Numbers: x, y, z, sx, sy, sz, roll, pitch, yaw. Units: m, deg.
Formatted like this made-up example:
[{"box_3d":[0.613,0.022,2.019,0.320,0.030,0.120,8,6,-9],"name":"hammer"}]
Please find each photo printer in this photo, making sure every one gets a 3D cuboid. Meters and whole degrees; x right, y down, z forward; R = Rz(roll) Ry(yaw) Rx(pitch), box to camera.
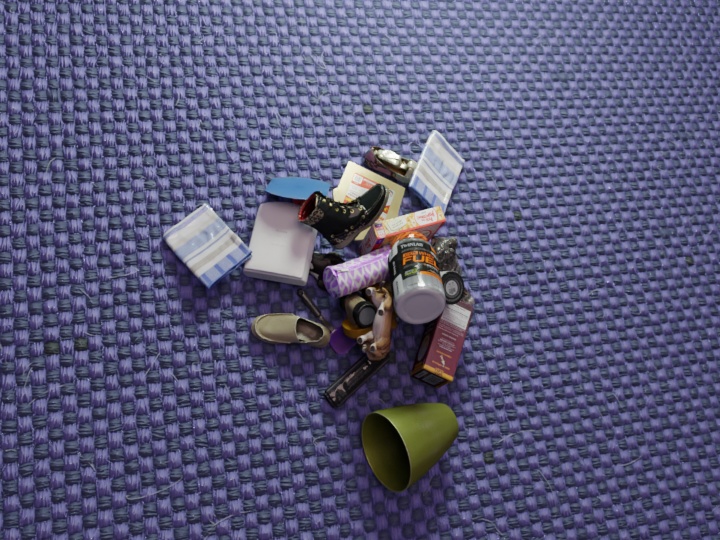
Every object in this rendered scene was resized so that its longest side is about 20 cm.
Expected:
[{"box_3d":[-0.194,-0.074,1.686,0.162,0.070,0.205,10,70,5],"name":"photo printer"}]

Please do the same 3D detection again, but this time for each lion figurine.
[{"box_3d":[0.047,0.117,1.551,0.071,0.122,0.205,23,103,24],"name":"lion figurine"}]

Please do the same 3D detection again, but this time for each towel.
[{"box_3d":[-0.373,-0.063,1.640,0.146,0.024,0.200,-38,67,-20],"name":"towel"},{"box_3d":[0.213,-0.267,1.857,0.146,0.024,0.203,40,62,-30],"name":"towel"}]

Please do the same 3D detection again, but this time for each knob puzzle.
[{"box_3d":[0.012,-0.167,1.807,0.214,0.030,0.226,5,72,-15],"name":"knob puzzle"}]

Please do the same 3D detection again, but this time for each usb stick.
[{"box_3d":[-0.006,0.258,1.668,0.199,0.033,0.056,-40,93,-23],"name":"usb stick"}]

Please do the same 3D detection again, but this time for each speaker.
[{"box_3d":[0.175,0.045,1.691,0.079,0.199,0.084,1,88,-26],"name":"speaker"}]

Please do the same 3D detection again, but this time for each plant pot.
[{"box_3d":[0.132,0.394,1.602,0.197,0.187,0.191,-16,77,-34],"name":"plant pot"}]

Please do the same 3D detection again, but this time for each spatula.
[{"box_3d":[-0.093,0.124,1.691,0.056,0.021,0.201,-40,85,-14],"name":"spatula"}]

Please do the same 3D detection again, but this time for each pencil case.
[{"box_3d":[0.000,0.000,1.658,0.197,0.087,0.084,-21,52,-30],"name":"pencil case"}]

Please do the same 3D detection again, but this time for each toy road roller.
[{"box_3d":[0.048,0.118,1.669,0.196,0.123,0.150,-17,111,-19],"name":"toy road roller"}]

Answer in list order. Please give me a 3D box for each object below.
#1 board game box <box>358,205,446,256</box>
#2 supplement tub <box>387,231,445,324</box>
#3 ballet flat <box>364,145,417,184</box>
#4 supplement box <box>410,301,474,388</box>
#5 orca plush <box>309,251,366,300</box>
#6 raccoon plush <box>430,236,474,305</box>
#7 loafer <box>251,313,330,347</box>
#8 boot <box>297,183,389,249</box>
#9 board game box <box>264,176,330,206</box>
[{"box_3d":[0.105,-0.095,1.745,0.196,0.152,0.047,-17,75,-19],"name":"board game box"},{"box_3d":[0.127,0.012,1.571,0.119,0.124,0.203,6,44,-13],"name":"supplement tub"},{"box_3d":[0.107,-0.288,1.849,0.196,0.071,0.071,20,68,-9],"name":"ballet flat"},{"box_3d":[0.206,0.181,1.709,0.084,0.110,0.204,23,68,-6],"name":"supplement box"},{"box_3d":[-0.054,0.009,1.711,0.199,0.071,0.106,41,67,0],"name":"orca plush"},{"box_3d":[0.252,-0.007,1.766,0.198,0.134,0.098,36,66,-2],"name":"raccoon plush"},{"box_3d":[-0.167,0.140,1.635,0.194,0.068,0.078,7,71,-6],"name":"loafer"},{"box_3d":[-0.040,-0.153,1.625,0.152,0.203,0.074,30,25,-41],"name":"boot"},{"box_3d":[-0.159,-0.193,1.713,0.153,0.201,0.040,6,112,0],"name":"board game box"}]
